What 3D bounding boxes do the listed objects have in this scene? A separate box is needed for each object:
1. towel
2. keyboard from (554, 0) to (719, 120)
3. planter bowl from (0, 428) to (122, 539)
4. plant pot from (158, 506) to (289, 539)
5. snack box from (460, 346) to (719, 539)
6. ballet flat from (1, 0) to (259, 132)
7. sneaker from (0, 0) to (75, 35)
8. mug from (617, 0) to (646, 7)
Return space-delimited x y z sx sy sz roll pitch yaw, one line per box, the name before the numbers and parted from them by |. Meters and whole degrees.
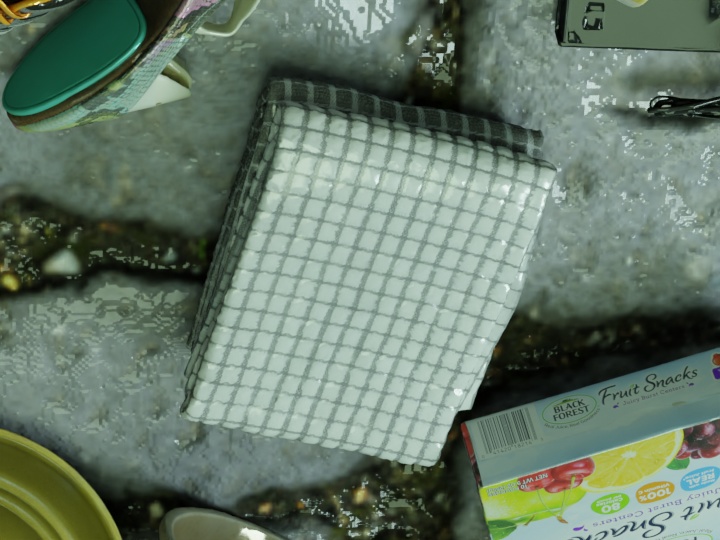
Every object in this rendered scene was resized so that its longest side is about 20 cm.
towel | 0.000 0.000 1.394 0.166 0.086 0.200 11 116 -18
keyboard | 0.205 -0.135 1.387 0.200 0.021 0.127 1 111 -8
planter bowl | -0.234 0.193 1.428 0.200 0.083 0.200 1 104 5
plant pot | -0.073 0.265 1.438 0.200 0.200 0.184 29 99 -21
snack box | 0.168 0.117 1.471 0.200 0.053 0.142 -16 143 1
ballet flat | -0.099 -0.133 1.324 0.200 0.069 0.071 -44 134 15
sneaker | -0.190 -0.153 1.289 0.200 0.077 0.078 -33 119 11
mug | 0.095 -0.231 1.242 0.153 0.187 0.149 18 71 -7
